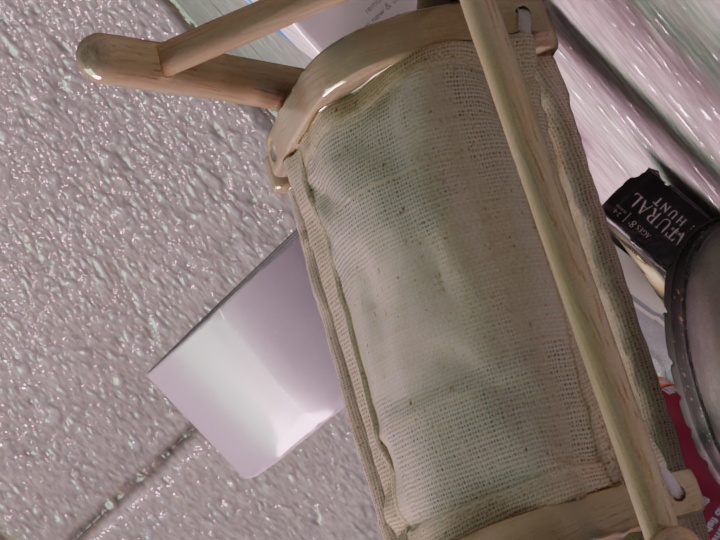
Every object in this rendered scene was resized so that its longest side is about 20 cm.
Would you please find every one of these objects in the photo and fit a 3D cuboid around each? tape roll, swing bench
[{"bbox_3d":[0.000,0.000,0.959,0.066,0.200,0.200,46,179,-3],"label":"tape roll"},{"bbox_3d":[0.027,0.019,0.672,0.200,0.129,0.199,26,-134,-72],"label":"swing bench"}]

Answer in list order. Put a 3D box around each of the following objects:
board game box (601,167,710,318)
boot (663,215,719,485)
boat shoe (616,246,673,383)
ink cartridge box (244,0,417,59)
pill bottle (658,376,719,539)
[{"bbox_3d":[0.174,0.056,0.767,0.200,0.028,0.135,46,179,41],"label":"board game box"},{"bbox_3d":[0.170,0.068,0.610,0.131,0.068,0.200,-14,102,62],"label":"boot"},{"bbox_3d":[0.134,0.052,0.992,0.070,0.072,0.201,49,177,-37],"label":"boat shoe"},{"bbox_3d":[-0.060,-0.168,0.741,0.200,0.067,0.116,47,179,-23],"label":"ink cartridge box"},{"bbox_3d":[0.164,0.128,0.866,0.200,0.113,0.113,28,171,26],"label":"pill bottle"}]
